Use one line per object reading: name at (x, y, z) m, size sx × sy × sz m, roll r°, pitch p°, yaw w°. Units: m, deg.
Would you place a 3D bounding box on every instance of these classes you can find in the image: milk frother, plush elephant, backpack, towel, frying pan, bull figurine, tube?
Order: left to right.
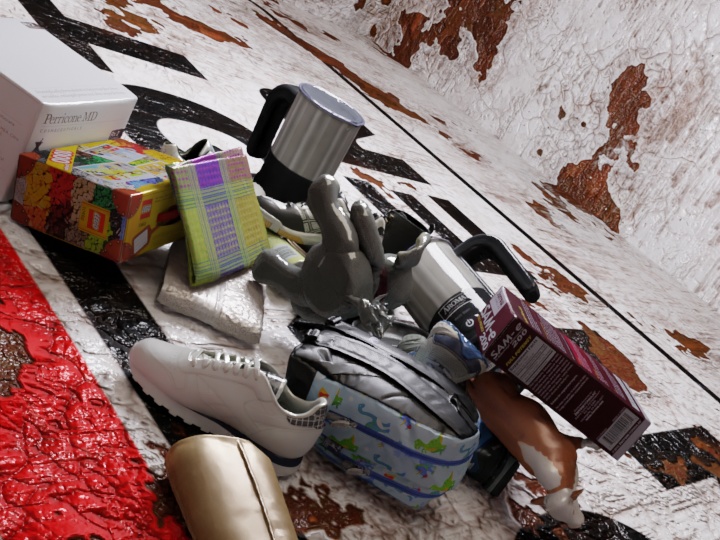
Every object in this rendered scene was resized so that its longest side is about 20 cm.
towel at (-0.174, 0.010, 1.090) m, size 0.130 × 0.035 × 0.201 m, roll 25°, pitch 21°, yaw -16°
towel at (-0.167, -0.068, 1.080) m, size 0.022 × 0.147 × 0.200 m, roll -10°, pitch 9°, yaw 20°
tube at (-0.133, -0.036, 1.245) m, size 0.200 × 0.052 × 0.059 m, roll 42°, pitch -18°, yaw 43°
milk frother at (-0.125, -0.190, 1.378) m, size 0.179 × 0.190 × 0.199 m, roll 36°, pitch 21°, yaw 14°
plush elephant at (0.000, 0.000, 1.093) m, size 0.200 × 0.166 × 0.154 m, roll 44°, pitch 22°, yaw 24°
frying pan at (0.015, 0.089, 1.165) m, size 0.187 × 0.032 × 0.114 m, roll -2°, pitch 19°, yaw -42°
backpack at (0.028, 0.148, 0.934) m, size 0.195 × 0.158 × 0.163 m, roll 13°, pitch 12°, yaw 13°
milk frother at (0.162, 0.074, 1.296) m, size 0.177 × 0.203 × 0.189 m, roll -24°, pitch 48°, yaw -14°
bull figurine at (0.200, 0.189, 1.013) m, size 0.120 × 0.065 × 0.201 m, roll -5°, pitch 50°, yaw -52°

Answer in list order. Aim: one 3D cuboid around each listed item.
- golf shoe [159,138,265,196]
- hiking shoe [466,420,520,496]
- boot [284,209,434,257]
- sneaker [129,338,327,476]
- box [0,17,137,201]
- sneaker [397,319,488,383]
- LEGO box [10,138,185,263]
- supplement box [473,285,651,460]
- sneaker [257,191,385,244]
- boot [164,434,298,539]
golf shoe at (-0.201, -0.130, 1.244) m, size 0.077 × 0.100 × 0.198 m, roll 17°, pitch 12°, yaw 35°
hiking shoe at (0.149, 0.183, 1.095) m, size 0.086 × 0.075 × 0.201 m, roll 33°, pitch 20°, yaw -5°
boot at (-0.001, -0.051, 1.329) m, size 0.197 × 0.140 × 0.078 m, roll 24°, pitch 20°, yaw -17°
sneaker at (-0.126, 0.110, 0.859) m, size 0.197 × 0.081 × 0.077 m, roll 29°, pitch 21°, yaw -2°
box at (-0.415, -0.201, 1.084) m, size 0.198 × 0.132 × 0.199 m, roll 35°, pitch 20°, yaw 9°
sneaker at (0.078, 0.120, 1.033) m, size 0.077 × 0.085 × 0.200 m, roll 44°, pitch -21°, yaw -3°
LEGO box at (-0.280, -0.088, 1.046) m, size 0.146 × 0.079 × 0.200 m, roll 20°, pitch 18°, yaw 13°
supplement box at (0.223, 0.113, 1.014) m, size 0.199 × 0.061 × 0.109 m, roll 38°, pitch 14°, yaw -9°
sneaker at (-0.058, -0.076, 1.258) m, size 0.196 × 0.089 × 0.076 m, roll 21°, pitch 9°, yaw -14°
boot at (-0.057, 0.220, 0.725) m, size 0.172 × 0.067 × 0.201 m, roll 18°, pitch 23°, yaw -34°
